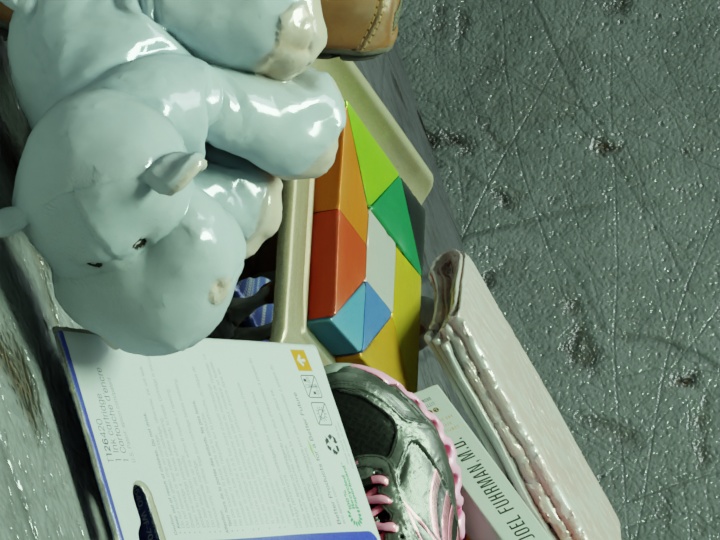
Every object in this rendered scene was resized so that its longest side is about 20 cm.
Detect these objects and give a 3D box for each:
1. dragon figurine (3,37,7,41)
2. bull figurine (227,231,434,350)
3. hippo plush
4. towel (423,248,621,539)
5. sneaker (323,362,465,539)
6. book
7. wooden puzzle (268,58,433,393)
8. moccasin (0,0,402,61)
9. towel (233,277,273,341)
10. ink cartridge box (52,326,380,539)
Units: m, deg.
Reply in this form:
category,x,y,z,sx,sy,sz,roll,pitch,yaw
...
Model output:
category,x,y,z,sx,sy,sz,roll,pitch,yaw
dragon figurine,-0.151,-0.160,1.413,0.099,0.058,0.201,-11,86,-86
bull figurine,-0.029,0.004,1.675,0.200,0.121,0.065,61,11,-54
hippo plush,-0.084,-0.058,1.226,0.161,0.158,0.201,-101,169,-59
towel,0.094,0.093,1.648,0.201,0.032,0.191,61,9,-8
sneaker,0.016,0.145,1.448,0.201,0.079,0.095,68,18,-6
book,0.077,0.175,1.526,0.200,0.048,0.134,53,-27,35
wooden puzzle,0.000,0.000,1.557,0.185,0.037,0.201,51,41,-57
moccasin,-0.081,-0.136,1.317,0.074,0.200,0.078,-67,157,-74
towel,-0.046,0.061,1.839,0.145,0.024,0.201,-90,158,-66
ink cartridge box,-0.060,0.125,1.277,0.199,0.047,0.199,4,63,-54
